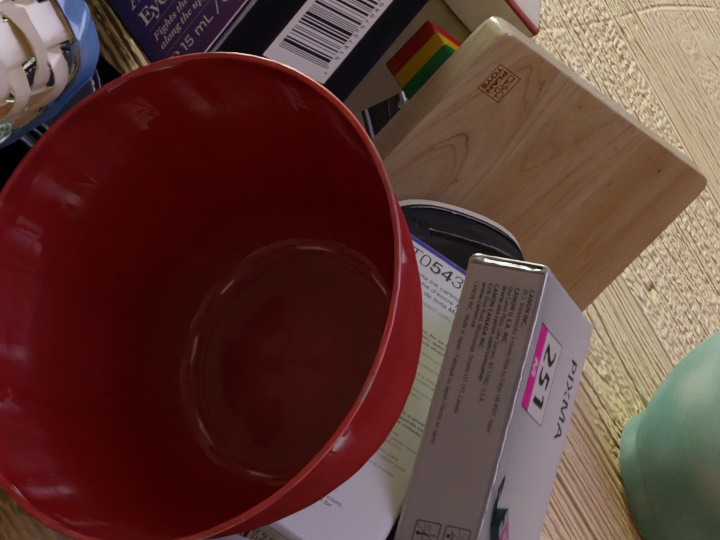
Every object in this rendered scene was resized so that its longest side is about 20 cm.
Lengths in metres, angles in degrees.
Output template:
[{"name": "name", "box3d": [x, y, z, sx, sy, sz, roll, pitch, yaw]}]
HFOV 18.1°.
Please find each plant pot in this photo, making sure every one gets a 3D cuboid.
[{"name": "plant pot", "box3d": [0.260, 0.134, 1.527, 0.200, 0.134, 0.201, 39, 39, -42]}]

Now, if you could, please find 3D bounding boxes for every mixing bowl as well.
[{"name": "mixing bowl", "box3d": [-0.051, 0.023, 0.912, 0.108, 0.200, 0.201, 31, 44, -58]}]

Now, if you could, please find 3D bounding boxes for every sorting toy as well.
[{"name": "sorting toy", "box3d": [0.056, -0.037, 1.252, 0.199, 0.200, 0.070, 30, 20, -43]}]

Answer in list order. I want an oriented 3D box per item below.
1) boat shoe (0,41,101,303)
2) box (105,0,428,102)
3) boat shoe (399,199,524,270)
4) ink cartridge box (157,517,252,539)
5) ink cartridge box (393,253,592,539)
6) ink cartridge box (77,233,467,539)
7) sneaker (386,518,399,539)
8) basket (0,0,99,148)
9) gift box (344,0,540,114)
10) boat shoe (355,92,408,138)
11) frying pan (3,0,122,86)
[{"name": "boat shoe", "box3d": [-0.153, -0.041, 1.000, 0.075, 0.062, 0.200, 53, 36, -22]}, {"name": "box", "box3d": [-0.061, -0.185, 1.122, 0.104, 0.148, 0.200, 20, 25, -51]}, {"name": "boat shoe", "box3d": [-0.001, 0.003, 1.155, 0.201, 0.074, 0.063, 6, 21, -25]}, {"name": "ink cartridge box", "box3d": [-0.085, 0.212, 0.887, 0.116, 0.067, 0.201, -18, 121, -62]}, {"name": "ink cartridge box", "box3d": [0.067, 0.114, 1.061, 0.174, 0.043, 0.201, 44, 59, -63]}, {"name": "ink cartridge box", "box3d": [-0.049, 0.033, 1.043, 0.196, 0.043, 0.200, 34, 43, 1]}, {"name": "sneaker", "box3d": [0.001, 0.092, 1.161, 0.200, 0.074, 0.081, -62, 133, -71]}, {"name": "basket", "box3d": [-0.177, -0.113, 0.916, 0.200, 0.176, 0.139, -45, 109, -39]}, {"name": "gift box", "box3d": [-0.003, -0.214, 1.275, 0.200, 0.186, 0.185, 43, 36, -39]}, {"name": "boat shoe", "box3d": [0.043, -0.056, 1.361, 0.072, 0.068, 0.201, 3, 67, -59]}, {"name": "frying pan", "box3d": [-0.163, -0.140, 1.105, 0.190, 0.031, 0.115, 33, 45, -50]}]
